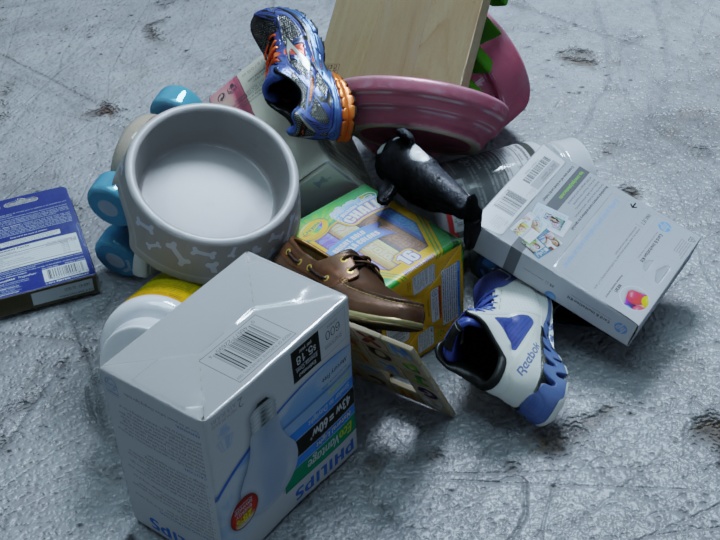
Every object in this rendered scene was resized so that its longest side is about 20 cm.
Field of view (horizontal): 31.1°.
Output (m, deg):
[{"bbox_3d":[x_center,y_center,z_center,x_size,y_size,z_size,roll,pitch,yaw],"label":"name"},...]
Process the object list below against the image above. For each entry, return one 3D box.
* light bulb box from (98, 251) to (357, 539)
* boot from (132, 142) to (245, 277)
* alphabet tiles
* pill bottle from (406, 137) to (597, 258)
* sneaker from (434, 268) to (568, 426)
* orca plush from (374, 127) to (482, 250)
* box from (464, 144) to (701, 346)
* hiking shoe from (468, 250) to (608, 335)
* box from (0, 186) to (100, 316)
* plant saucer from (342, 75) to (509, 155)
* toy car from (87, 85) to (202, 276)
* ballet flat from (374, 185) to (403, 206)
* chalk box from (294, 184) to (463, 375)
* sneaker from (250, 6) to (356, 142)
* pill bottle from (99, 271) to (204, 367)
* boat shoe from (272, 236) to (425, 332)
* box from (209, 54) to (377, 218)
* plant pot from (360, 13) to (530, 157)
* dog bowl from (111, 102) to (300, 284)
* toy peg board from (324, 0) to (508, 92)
[{"bbox_3d":[-0.112,0.127,1.177,0.125,0.200,0.198,24,47,30],"label":"light bulb box"},{"bbox_3d":[-0.171,-0.074,1.385,0.096,0.074,0.200,18,70,0],"label":"boot"},{"bbox_3d":[-0.013,0.076,1.266,0.200,0.167,0.008,20,72,27],"label":"alphabet tiles"},{"bbox_3d":[0.163,-0.084,1.488,0.200,0.114,0.114,-15,39,-13],"label":"pill bottle"},{"bbox_3d":[0.133,0.058,1.296,0.115,0.081,0.199,25,30,-25],"label":"sneaker"},{"bbox_3d":[0.055,-0.077,1.354,0.071,0.105,0.200,-35,49,-6],"label":"orca plush"},{"bbox_3d":[0.234,-0.031,1.358,0.200,0.041,0.156,32,53,15],"label":"box"},{"bbox_3d":[0.205,0.012,1.391,0.200,0.074,0.087,12,40,21],"label":"hiking shoe"},{"bbox_3d":[-0.389,-0.026,1.542,0.121,0.032,0.200,-15,40,-13],"label":"box"},{"bbox_3d":[0.064,-0.169,1.450,0.200,0.051,0.201,8,-6,1],"label":"plant saucer"},{"bbox_3d":[-0.180,-0.082,1.496,0.200,0.177,0.184,19,53,10],"label":"toy car"},{"bbox_3d":[-0.026,-0.089,1.567,0.074,0.074,0.200,-28,41,-26],"label":"ballet flat"},{"bbox_3d":[0.000,0.000,1.390,0.124,0.124,0.200,-31,46,-29],"label":"chalk box"},{"bbox_3d":[-0.076,-0.218,1.412,0.078,0.075,0.200,-12,52,-29],"label":"sneaker"},{"bbox_3d":[-0.190,0.065,1.289,0.109,0.109,0.200,1,14,8],"label":"pill bottle"},{"bbox_3d":[-0.016,0.012,1.246,0.200,0.068,0.072,17,1,44],"label":"boat shoe"},{"bbox_3d":[-0.076,-0.137,1.501,0.109,0.128,0.200,-35,52,16],"label":"box"},{"bbox_3d":[0.083,-0.227,1.634,0.179,0.200,0.200,-41,48,-17],"label":"plant pot"},{"bbox_3d":[-0.153,-0.086,1.319,0.200,0.059,0.200,7,57,-11],"label":"dog bowl"},{"bbox_3d":[0.073,-0.283,1.527,0.199,0.098,0.200,7,75,33],"label":"toy peg board"}]
